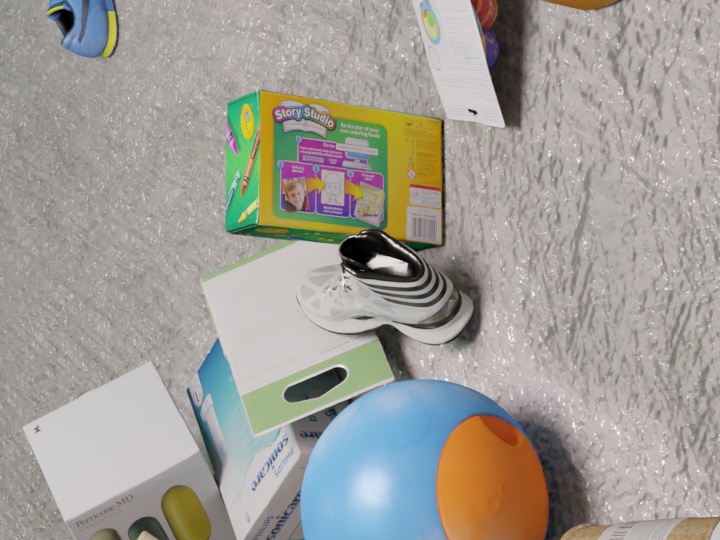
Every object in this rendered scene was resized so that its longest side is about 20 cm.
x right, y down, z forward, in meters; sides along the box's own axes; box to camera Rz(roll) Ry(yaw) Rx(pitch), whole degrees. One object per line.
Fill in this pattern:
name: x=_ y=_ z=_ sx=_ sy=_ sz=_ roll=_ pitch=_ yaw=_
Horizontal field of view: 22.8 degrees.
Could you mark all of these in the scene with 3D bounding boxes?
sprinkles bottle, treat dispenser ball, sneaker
sprinkles bottle: x=0.224 y=0.210 z=1.280 sx=0.200 sy=0.068 sz=0.069 roll=-17 pitch=71 yaw=56
treat dispenser ball: x=0.051 y=0.189 z=1.432 sx=0.201 sy=0.200 sz=0.202 roll=-13 pitch=74 yaw=56
sneaker: x=0.000 y=0.000 z=1.589 sx=0.200 sy=0.115 sz=0.076 roll=7 pitch=56 yaw=44
sneaker: x=-0.366 y=-0.361 z=2.299 sx=0.066 sy=0.078 sz=0.201 roll=-49 pitch=45 yaw=45

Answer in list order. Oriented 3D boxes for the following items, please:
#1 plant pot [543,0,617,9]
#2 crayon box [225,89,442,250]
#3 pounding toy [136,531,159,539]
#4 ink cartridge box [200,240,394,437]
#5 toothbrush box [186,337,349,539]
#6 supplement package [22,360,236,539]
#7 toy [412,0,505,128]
plant pot: x=0.125 y=-0.320 z=1.410 sx=0.200 sy=0.182 sz=0.201 roll=-13 pitch=75 yaw=57
crayon box: x=-0.021 y=-0.086 z=1.590 sx=0.058 sy=0.199 sz=0.120 roll=-13 pitch=74 yaw=55
pounding toy: x=-0.108 y=0.355 z=1.675 sx=0.200 sy=0.183 sz=0.143 roll=39 pitch=117 yaw=53
ink cartridge box: x=-0.057 y=0.062 z=1.687 sx=0.048 sy=0.145 sz=0.201 roll=66 pitch=-179 yaw=-54
toothbrush box: x=-0.085 y=0.150 z=1.763 sx=0.147 sy=0.085 sz=0.201 roll=-58 pitch=40 yaw=35
supplement package: x=-0.225 y=0.234 z=1.828 sx=0.151 sy=0.151 sz=0.201 roll=54 pitch=167 yaw=46
toy: x=0.087 y=-0.229 z=1.549 sx=0.115 sy=0.047 sz=0.201 roll=22 pitch=135 yaw=66
